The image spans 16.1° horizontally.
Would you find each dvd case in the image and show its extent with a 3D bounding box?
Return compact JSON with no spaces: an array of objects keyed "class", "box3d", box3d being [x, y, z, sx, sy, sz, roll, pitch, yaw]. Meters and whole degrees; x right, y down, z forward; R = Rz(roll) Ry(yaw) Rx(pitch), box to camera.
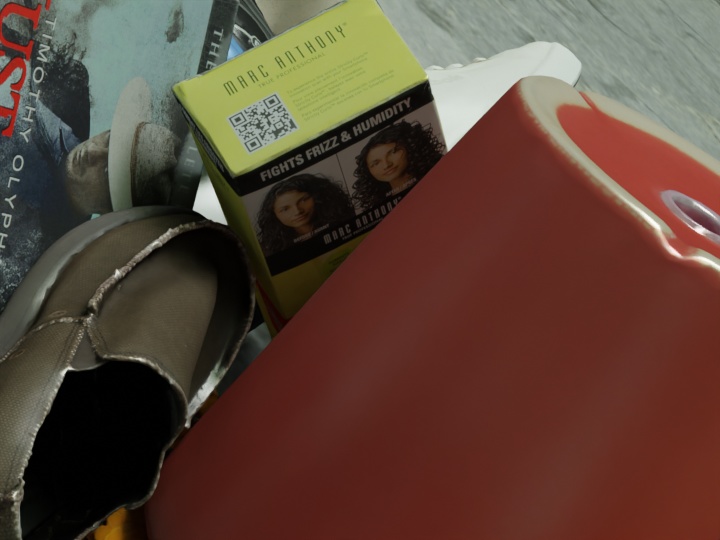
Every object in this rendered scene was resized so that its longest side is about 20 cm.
[{"class":"dvd case","box3d":[-0.123,-0.039,0.769,0.022,0.147,0.199,10,-4,40]}]

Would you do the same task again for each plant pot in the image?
[{"class":"plant pot","box3d":[0.060,0.051,0.788,0.200,0.178,0.201,30,17,-10]}]

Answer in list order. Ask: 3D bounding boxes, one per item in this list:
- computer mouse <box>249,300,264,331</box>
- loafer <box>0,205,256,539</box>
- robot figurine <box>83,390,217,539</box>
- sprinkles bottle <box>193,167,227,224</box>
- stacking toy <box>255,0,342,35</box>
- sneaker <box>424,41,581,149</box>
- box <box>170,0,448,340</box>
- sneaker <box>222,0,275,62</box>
[{"class":"computer mouse","box3d":[-0.048,-0.001,1.032,0.200,0.138,0.053,-21,95,-57]},{"class":"loafer","box3d":[-0.076,0.044,0.749,0.071,0.073,0.200,2,29,27]},{"class":"robot figurine","box3d":[-0.066,0.099,0.840,0.144,0.058,0.200,21,26,-32]},{"class":"sprinkles bottle","box3d":[-0.139,-0.013,0.874,0.199,0.069,0.068,-1,37,-26]},{"class":"stacking toy","box3d":[-0.060,-0.166,1.034,0.146,0.147,0.200,32,18,-8]},{"class":"sneaker","box3d":[0.014,-0.060,0.990,0.085,0.073,0.200,47,42,5]},{"class":"box","box3d":[0.000,0.000,0.871,0.050,0.075,0.201,57,-10,38]},{"class":"sneaker","box3d":[-0.097,-0.125,0.899,0.200,0.071,0.083,51,26,1]}]
